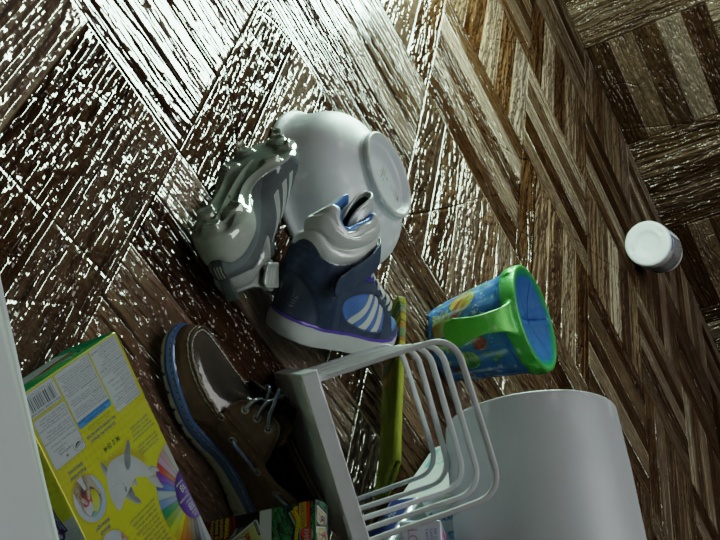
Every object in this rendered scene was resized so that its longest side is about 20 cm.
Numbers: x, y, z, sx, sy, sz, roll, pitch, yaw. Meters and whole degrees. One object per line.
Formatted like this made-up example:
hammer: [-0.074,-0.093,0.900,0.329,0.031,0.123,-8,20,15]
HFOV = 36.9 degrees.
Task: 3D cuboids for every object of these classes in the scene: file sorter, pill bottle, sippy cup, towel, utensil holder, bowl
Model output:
file sorter: [0.016,0.133,0.890,0.200,0.124,0.139,155,-82,-78]
pill bottle: [0.738,-0.054,2.698,0.200,0.113,0.114,15,60,-62]
sippy cup: [0.157,0.076,1.336,0.178,0.130,0.140,51,30,-39]
towel: [0.031,0.128,1.113,0.086,0.018,0.200,101,-6,-50]
utensil holder: [0.161,0.223,0.929,0.170,0.169,0.201,36,42,-53]
bowl: [-0.007,-0.088,1.151,0.201,0.090,0.202,44,36,-45]

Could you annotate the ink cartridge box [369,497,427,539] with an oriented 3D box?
ink cartridge box: [0.043,0.347,1.011,0.196,0.043,0.201,-37,110,-65]

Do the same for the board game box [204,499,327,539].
board game box: [-0.070,0.265,0.746,0.023,0.104,0.201,49,31,-51]

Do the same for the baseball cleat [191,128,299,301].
baseball cleat: [-0.098,-0.044,0.975,0.200,0.069,0.107,-61,142,-53]

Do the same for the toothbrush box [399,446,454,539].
toothbrush box: [0.129,0.301,1.170,0.201,0.085,0.146,68,26,-9]

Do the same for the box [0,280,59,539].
box: [-0.237,0.084,0.399,0.131,0.198,0.201,2,71,-65]

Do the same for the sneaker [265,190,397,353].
sneaker: [0.000,0.000,1.033,0.200,0.080,0.147,10,106,-58]

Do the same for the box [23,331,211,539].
box: [-0.162,0.153,0.700,0.201,0.048,0.117,66,24,-9]

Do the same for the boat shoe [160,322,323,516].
boat shoe: [-0.085,0.123,0.852,0.200,0.072,0.072,64,25,-18]

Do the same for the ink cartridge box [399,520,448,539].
ink cartridge box: [0.064,0.293,0.913,0.200,0.042,0.120,75,13,-63]
